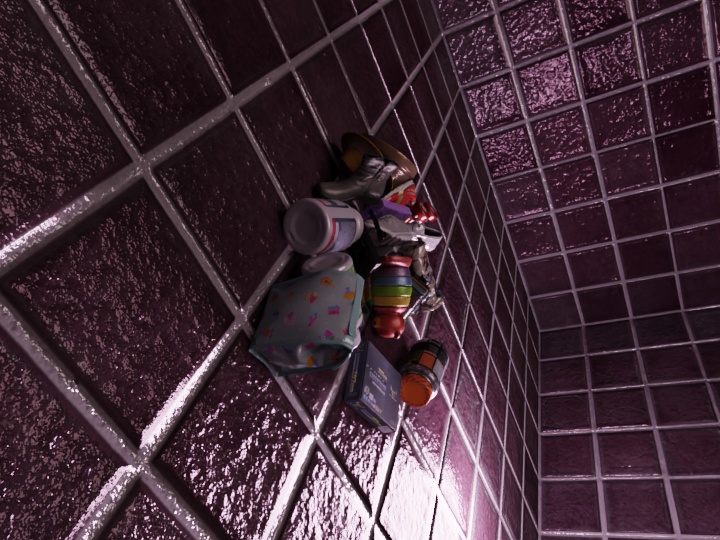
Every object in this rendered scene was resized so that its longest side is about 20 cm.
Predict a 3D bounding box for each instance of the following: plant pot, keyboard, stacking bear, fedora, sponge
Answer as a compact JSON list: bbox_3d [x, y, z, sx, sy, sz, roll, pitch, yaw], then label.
[{"bbox_3d":[0.059,-0.302,1.510,0.093,0.200,0.201,-57,146,2],"label":"plant pot"},{"bbox_3d":[0.006,-0.085,1.260,0.020,0.127,0.201,15,40,-42],"label":"keyboard"},{"bbox_3d":[0.073,0.067,1.295,0.113,0.121,0.202,2,88,-36],"label":"stacking bear"},{"bbox_3d":[-0.003,-0.269,1.390,0.082,0.200,0.201,-43,124,-20],"label":"fedora"},{"bbox_3d":[0.060,-0.153,1.469,0.200,0.111,0.030,4,61,-63],"label":"sponge"}]

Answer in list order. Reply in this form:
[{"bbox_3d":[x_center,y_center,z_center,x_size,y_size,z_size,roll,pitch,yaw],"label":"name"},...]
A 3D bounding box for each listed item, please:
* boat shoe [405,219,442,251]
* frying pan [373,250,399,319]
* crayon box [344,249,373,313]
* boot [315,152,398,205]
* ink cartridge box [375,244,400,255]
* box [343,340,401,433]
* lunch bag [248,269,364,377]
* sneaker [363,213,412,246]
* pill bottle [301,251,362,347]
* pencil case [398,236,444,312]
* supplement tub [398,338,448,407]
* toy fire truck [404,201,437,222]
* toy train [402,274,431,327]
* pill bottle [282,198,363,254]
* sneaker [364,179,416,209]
[{"bbox_3d":[0.162,-0.113,1.515,0.199,0.069,0.072,22,34,-33],"label":"boat shoe"},{"bbox_3d":[0.070,0.032,1.377,0.191,0.031,0.115,-59,141,-33],"label":"frying pan"},{"bbox_3d":[0.000,0.000,1.354,0.127,0.050,0.201,59,31,-32],"label":"crayon box"},{"bbox_3d":[-0.009,-0.236,1.287,0.198,0.131,0.068,-2,43,-33],"label":"boot"},{"bbox_3d":[0.120,-0.005,1.554,0.200,0.083,0.177,-27,103,-62],"label":"ink cartridge box"},{"bbox_3d":[0.036,0.293,1.297,0.200,0.051,0.159,52,35,-40],"label":"box"},{"bbox_3d":[-0.085,0.097,0.977,0.122,0.198,0.171,54,34,-38],"label":"lunch bag"},{"bbox_3d":[0.058,-0.113,1.381,0.199,0.074,0.083,8,61,-54],"label":"sneaker"},{"bbox_3d":[-0.055,0.072,1.129,0.111,0.110,0.202,-51,136,-57],"label":"pill bottle"},{"bbox_3d":[0.173,0.011,1.472,0.089,0.077,0.202,-33,109,-42],"label":"pencil case"},{"bbox_3d":[0.178,0.294,1.498,0.200,0.122,0.123,-48,121,-58],"label":"supplement tub"},{"bbox_3d":[0.154,-0.213,1.707,0.169,0.112,0.200,61,24,8],"label":"toy fire truck"},{"bbox_3d":[0.114,0.095,1.403,0.085,0.200,0.114,42,22,12],"label":"toy train"},{"bbox_3d":[-0.074,-0.100,1.175,0.200,0.119,0.121,-10,88,-64],"label":"pill bottle"},{"bbox_3d":[0.100,-0.205,1.547,0.199,0.077,0.086,-32,109,-32],"label":"sneaker"}]
